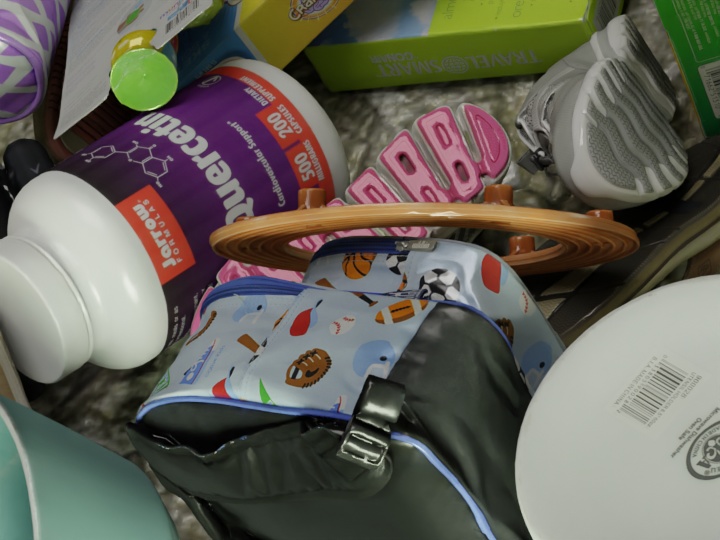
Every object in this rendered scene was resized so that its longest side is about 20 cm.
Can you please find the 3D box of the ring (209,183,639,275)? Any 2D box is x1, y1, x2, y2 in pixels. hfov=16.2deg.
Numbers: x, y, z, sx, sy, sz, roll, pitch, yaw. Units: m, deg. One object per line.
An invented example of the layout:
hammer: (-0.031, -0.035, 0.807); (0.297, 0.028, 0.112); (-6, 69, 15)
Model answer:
ring: (0.030, -0.018, 1.172); (0.199, 0.200, 0.019); (-3, 82, 24)

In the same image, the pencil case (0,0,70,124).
pencil case: (-0.211, -0.174, 1.480); (0.085, 0.084, 0.201); (-2, 43, 7)

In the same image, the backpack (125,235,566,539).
backpack: (0.002, 0.073, 1.123); (0.190, 0.200, 0.154); (1, 46, 34)

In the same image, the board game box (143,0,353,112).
board game box: (-0.050, -0.180, 1.456); (0.200, 0.040, 0.153); (-43, 31, 19)

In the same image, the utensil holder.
utensil holder: (0.169, 0.123, 1.052); (0.169, 0.200, 0.171); (-13, 49, 16)

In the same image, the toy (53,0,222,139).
toy: (-0.112, -0.138, 1.403); (0.115, 0.047, 0.200); (-39, 20, 17)

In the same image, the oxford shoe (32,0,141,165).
oxford shoe: (-0.173, -0.132, 1.539); (0.074, 0.071, 0.201); (-25, 38, 32)

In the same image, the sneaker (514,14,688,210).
sneaker: (0.118, -0.066, 1.298); (0.082, 0.075, 0.200); (-33, 9, 18)

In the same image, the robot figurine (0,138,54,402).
robot figurine: (-0.238, 0.004, 1.412); (0.150, 0.125, 0.200); (-8, 43, -20)

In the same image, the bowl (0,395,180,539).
bowl: (-0.155, 0.160, 1.219); (0.200, 0.105, 0.202); (-21, 65, 53)

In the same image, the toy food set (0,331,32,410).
toy food set: (-0.254, 0.110, 1.309); (0.199, 0.144, 0.060); (-18, 15, 12)

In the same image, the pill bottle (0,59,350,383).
pill bottle: (-0.107, -0.023, 1.335); (0.112, 0.113, 0.200); (23, 45, 38)

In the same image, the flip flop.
flip flop: (0.148, -0.005, 1.272); (0.200, 0.058, 0.081); (-37, 28, -26)

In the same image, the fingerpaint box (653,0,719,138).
fingerpaint box: (0.176, -0.200, 1.316); (0.073, 0.200, 0.167); (-17, 47, 12)

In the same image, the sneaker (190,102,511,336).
sneaker: (0.000, 0.000, 1.320); (0.200, 0.088, 0.074); (-40, 68, -10)

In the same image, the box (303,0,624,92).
box: (0.055, -0.166, 1.453); (0.199, 0.048, 0.122); (-3, 52, 27)
